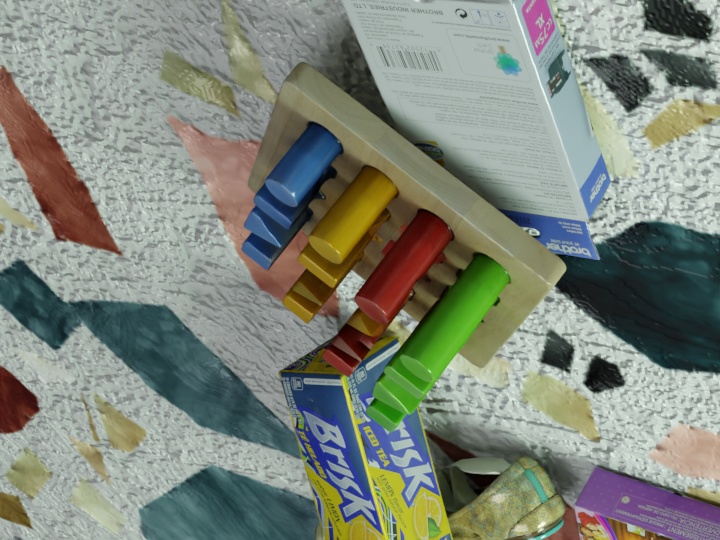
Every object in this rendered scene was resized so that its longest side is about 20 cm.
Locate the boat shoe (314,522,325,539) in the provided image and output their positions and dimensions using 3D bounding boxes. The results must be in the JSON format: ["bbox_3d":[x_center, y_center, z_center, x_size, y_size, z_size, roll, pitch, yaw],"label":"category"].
[{"bbox_3d":[0.042,0.268,1.819,0.065,0.072,0.200,-36,97,19],"label":"boat shoe"}]

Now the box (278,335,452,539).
[{"bbox_3d":[0.010,0.149,1.611,0.064,0.070,0.201,0,112,42],"label":"box"}]

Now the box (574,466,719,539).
[{"bbox_3d":[0.229,0.231,1.615,0.136,0.039,0.201,16,144,27],"label":"box"}]

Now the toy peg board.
[{"bbox_3d":[0.000,0.000,1.406,0.199,0.098,0.200,38,161,3],"label":"toy peg board"}]

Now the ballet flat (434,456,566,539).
[{"bbox_3d":[0.073,0.172,1.664,0.071,0.071,0.200,44,147,-17],"label":"ballet flat"}]

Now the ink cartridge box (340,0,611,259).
[{"bbox_3d":[0.072,-0.095,1.322,0.119,0.042,0.201,10,139,34],"label":"ink cartridge box"}]
